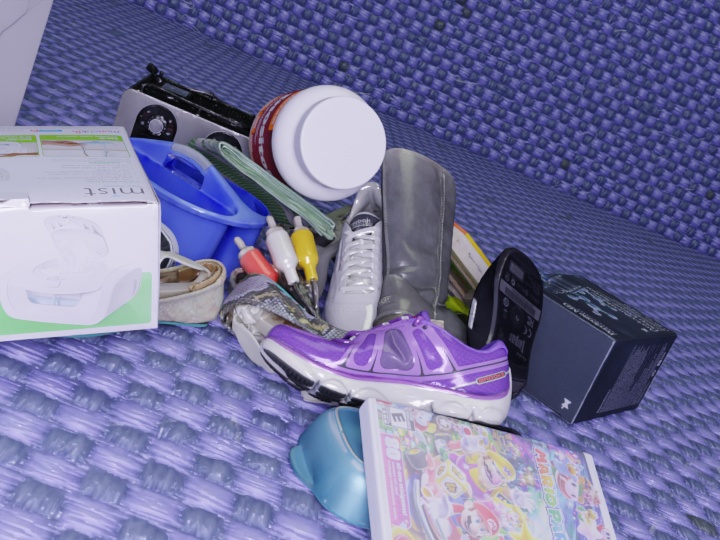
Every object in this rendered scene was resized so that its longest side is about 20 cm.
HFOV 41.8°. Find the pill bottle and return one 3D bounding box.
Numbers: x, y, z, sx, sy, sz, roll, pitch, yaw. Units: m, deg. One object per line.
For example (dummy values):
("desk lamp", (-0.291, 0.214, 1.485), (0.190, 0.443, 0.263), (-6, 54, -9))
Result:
("pill bottle", (-0.044, -0.130, 0.965), (0.112, 0.115, 0.200), (19, 1, -18))

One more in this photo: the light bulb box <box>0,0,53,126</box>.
("light bulb box", (-0.443, -0.242, 0.951), (0.198, 0.200, 0.125), (28, 14, 17))

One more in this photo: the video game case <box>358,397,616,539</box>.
("video game case", (0.094, 0.170, 0.644), (0.198, 0.018, 0.144), (18, 41, -23))

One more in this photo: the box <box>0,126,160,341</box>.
("box", (-0.248, -0.033, 0.647), (0.197, 0.098, 0.177), (-4, 26, -22))

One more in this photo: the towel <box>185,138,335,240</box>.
("towel", (-0.112, -0.090, 1.004), (0.152, 0.024, 0.200), (37, -4, -22))

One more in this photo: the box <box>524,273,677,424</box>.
("box", (0.249, 0.084, 1.092), (0.148, 0.108, 0.199), (35, 19, 32))

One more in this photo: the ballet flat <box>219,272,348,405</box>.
("ballet flat", (-0.042, 0.075, 0.794), (0.199, 0.073, 0.072), (31, 17, 23))

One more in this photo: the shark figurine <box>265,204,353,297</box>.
("shark figurine", (-0.032, -0.016, 1.071), (0.126, 0.091, 0.215), (-14, 16, -8))

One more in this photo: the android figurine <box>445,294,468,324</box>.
("android figurine", (0.066, 0.005, 1.103), (0.182, 0.041, 0.200), (48, 4, -23))

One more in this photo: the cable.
("cable", (-0.054, 0.034, 0.858), (0.096, 0.051, 0.201), (-22, 54, -21))

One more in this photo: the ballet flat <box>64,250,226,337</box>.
("ballet flat", (-0.186, 0.012, 0.762), (0.067, 0.063, 0.199), (32, 18, 29))

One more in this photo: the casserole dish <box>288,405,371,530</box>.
("casserole dish", (0.044, 0.151, 0.698), (0.198, 0.039, 0.121), (19, 17, -22))

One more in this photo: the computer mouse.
("computer mouse", (0.101, 0.062, 0.843), (0.140, 0.203, 0.046), (30, -30, -36))

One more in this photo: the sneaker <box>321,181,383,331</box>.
("sneaker", (0.000, 0.000, 0.934), (0.075, 0.081, 0.202), (2, 43, 3))

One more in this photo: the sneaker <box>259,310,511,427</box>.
("sneaker", (0.021, 0.068, 0.729), (0.197, 0.085, 0.081), (11, -15, -10))

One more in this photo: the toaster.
("toaster", (-0.212, -0.161, 1.177), (0.179, 0.120, 0.200), (22, 16, -10))

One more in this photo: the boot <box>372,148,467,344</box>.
("boot", (0.077, 0.001, 0.934), (0.181, 0.072, 0.202), (38, 40, -39))

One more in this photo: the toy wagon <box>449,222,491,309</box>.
("toy wagon", (0.105, -0.012, 1.174), (0.156, 0.039, 0.200), (53, -9, -8))

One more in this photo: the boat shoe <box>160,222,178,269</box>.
("boat shoe", (-0.259, -0.055, 0.853), (0.198, 0.074, 0.068), (37, 3, 9))

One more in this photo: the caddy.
("caddy", (-0.184, -0.073, 0.955), (0.199, 0.106, 0.141), (32, 18, 25))
